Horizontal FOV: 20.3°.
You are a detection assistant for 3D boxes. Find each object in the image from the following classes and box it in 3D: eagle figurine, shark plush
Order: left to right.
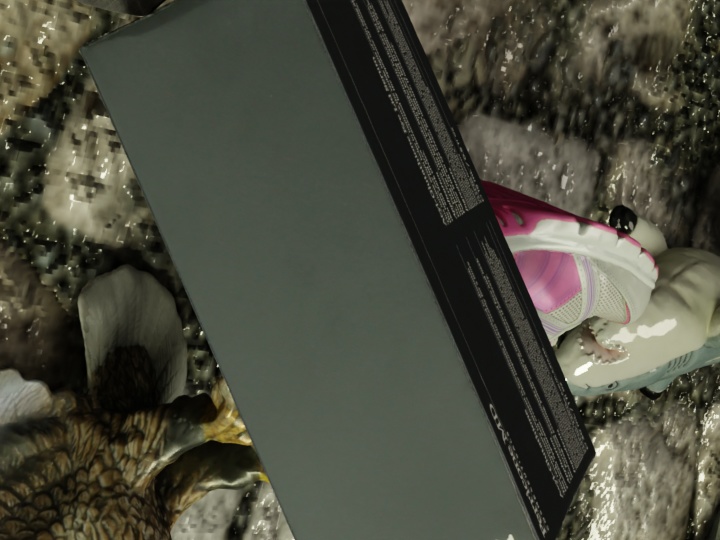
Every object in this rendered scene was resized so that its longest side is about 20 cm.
[{"bbox_3d":[-0.104,0.102,0.691,0.199,0.151,0.152,-35,91,4],"label":"eagle figurine"},{"bbox_3d":[0.155,0.027,0.999,0.084,0.091,0.200,-56,163,13],"label":"shark plush"}]

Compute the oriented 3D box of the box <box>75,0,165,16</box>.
[{"bbox_3d":[-0.044,-0.205,0.666,0.200,0.048,0.159,-44,133,-28],"label":"box"}]

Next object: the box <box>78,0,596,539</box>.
[{"bbox_3d":[0.000,0.000,0.669,0.201,0.078,0.141,67,13,-2],"label":"box"}]

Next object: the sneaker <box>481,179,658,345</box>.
[{"bbox_3d":[0.042,0.010,0.833,0.199,0.081,0.089,8,101,-41],"label":"sneaker"}]

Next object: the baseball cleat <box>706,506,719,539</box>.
[{"bbox_3d":[0.215,0.175,1.091,0.106,0.070,0.201,36,79,-48],"label":"baseball cleat"}]
